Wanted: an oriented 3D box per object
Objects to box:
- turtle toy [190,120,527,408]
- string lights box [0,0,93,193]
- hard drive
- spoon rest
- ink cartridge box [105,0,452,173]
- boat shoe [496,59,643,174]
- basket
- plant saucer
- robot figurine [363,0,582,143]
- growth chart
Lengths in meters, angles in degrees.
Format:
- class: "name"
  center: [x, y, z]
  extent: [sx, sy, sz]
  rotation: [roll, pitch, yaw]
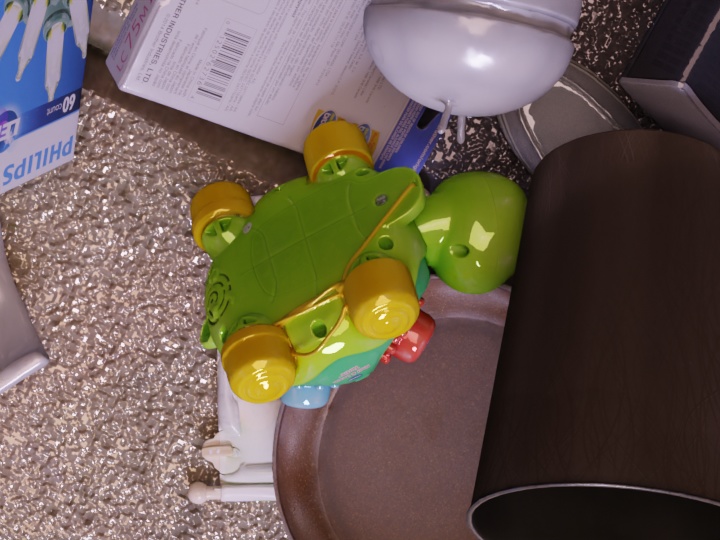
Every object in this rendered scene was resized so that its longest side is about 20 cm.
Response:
- class: "turtle toy"
  center: [0.000, 0.000, 0.947]
  extent: [0.199, 0.147, 0.101]
  rotation: [-26, 139, 11]
- class: "string lights box"
  center: [-0.194, -0.146, 0.922]
  extent: [0.059, 0.103, 0.202]
  rotation: [22, 119, 19]
- class: "hard drive"
  center: [0.239, -0.112, 0.955]
  extent: [0.199, 0.042, 0.136]
  rotation: [28, 94, -42]
- class: "spoon rest"
  center: [-0.243, -0.020, 1.001]
  extent: [0.099, 0.061, 0.201]
  rotation: [-31, 82, 0]
- class: "ink cartridge box"
  center: [-0.029, -0.129, 0.958]
  extent: [0.199, 0.042, 0.120]
  rotation: [18, 112, -29]
- class: "boat shoe"
  center: [0.154, -0.047, 0.996]
  extent: [0.070, 0.072, 0.201]
  rotation: [-40, 96, 2]
- class: "basket"
  center: [0.138, 0.042, 0.873]
  extent: [0.179, 0.136, 0.202]
  rotation: [20, 59, -30]
- class: "plant saucer"
  center: [0.046, 0.102, 0.973]
  extent: [0.198, 0.032, 0.202]
  rotation: [-6, 74, 21]
- class: "robot figurine"
  center: [0.063, -0.168, 0.895]
  extent: [0.112, 0.169, 0.202]
  rotation: [10, 93, 24]
- class: "growth chart"
  center: [-0.025, 0.046, 1.026]
  extent: [0.143, 0.018, 0.202]
  rotation: [5, 95, -3]
